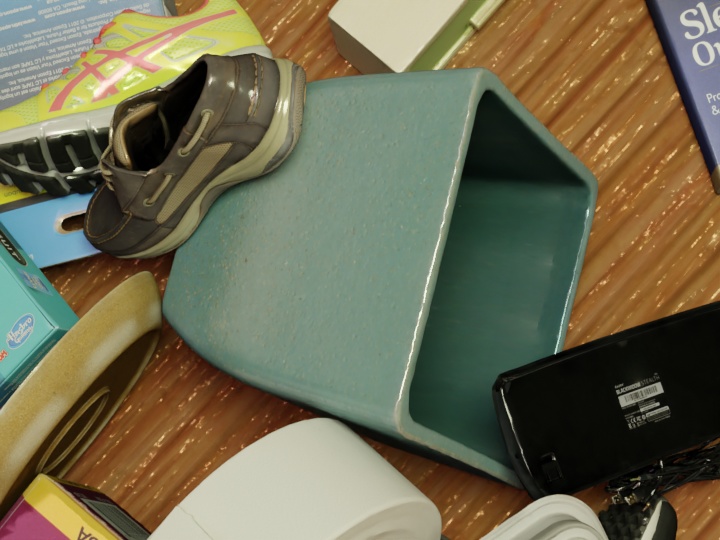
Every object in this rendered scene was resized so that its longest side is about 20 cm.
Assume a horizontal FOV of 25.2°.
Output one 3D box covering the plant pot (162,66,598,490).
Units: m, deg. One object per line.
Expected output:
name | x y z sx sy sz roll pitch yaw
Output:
plant pot | 0.000 0.000 0.947 0.198 0.195 0.199 8 78 29

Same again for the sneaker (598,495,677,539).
sneaker | 0.152 0.234 0.953 0.089 0.070 0.202 32 73 -18

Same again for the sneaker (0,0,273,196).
sneaker | -0.148 -0.112 0.983 0.198 0.078 0.091 -18 69 -6

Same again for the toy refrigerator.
toy refrigerator | 0.072 -0.205 1.038 0.070 0.076 0.200 39 84 12

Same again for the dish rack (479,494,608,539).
dish rack | 0.100 0.243 0.866 0.171 0.043 0.202 -32 105 -17

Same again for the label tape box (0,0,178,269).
label tape box | -0.180 -0.101 1.047 0.142 0.063 0.203 -13 78 2

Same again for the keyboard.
keyboard | 0.159 0.090 0.949 0.198 0.040 0.105 -14 82 -33

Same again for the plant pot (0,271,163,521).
plant pot | -0.176 0.088 0.940 0.027 0.200 0.201 38 84 5

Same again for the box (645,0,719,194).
box | 0.252 -0.163 1.034 0.120 0.032 0.202 -19 76 2

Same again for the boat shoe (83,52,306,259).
boat shoe | -0.110 -0.071 0.908 0.073 0.199 0.075 21 53 -32

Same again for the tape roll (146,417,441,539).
tape roll | -0.048 0.179 0.850 0.071 0.203 0.203 39 84 26

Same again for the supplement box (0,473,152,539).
supplement box | -0.197 0.232 0.946 0.103 0.131 0.201 37 85 10

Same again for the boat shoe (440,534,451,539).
boat shoe | 0.022 0.175 0.955 0.198 0.057 0.067 22 73 23

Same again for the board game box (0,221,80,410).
board game box | -0.276 0.015 0.943 0.151 0.047 0.200 -44 74 7
